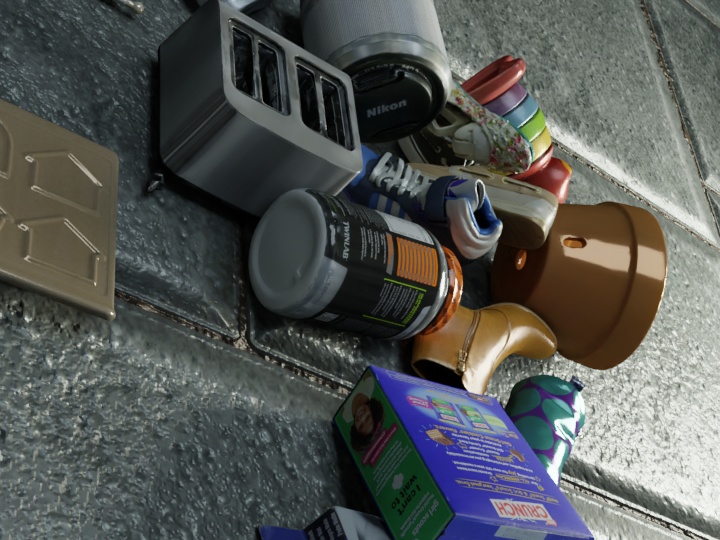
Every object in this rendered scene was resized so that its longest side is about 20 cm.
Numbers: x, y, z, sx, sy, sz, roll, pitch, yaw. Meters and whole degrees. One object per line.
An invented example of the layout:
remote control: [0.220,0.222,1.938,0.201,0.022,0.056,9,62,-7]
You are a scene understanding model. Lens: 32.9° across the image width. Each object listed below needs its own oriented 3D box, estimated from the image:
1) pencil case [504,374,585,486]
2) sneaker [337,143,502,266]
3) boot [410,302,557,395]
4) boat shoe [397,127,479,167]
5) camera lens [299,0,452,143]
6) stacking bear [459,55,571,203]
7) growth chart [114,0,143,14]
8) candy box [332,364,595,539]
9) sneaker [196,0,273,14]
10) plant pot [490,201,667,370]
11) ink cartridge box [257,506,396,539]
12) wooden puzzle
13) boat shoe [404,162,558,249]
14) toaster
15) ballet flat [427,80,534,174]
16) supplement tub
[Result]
pencil case: [0.184,0.194,1.272,0.092,0.085,0.200,31,37,-1]
sneaker: [0.067,-0.090,1.321,0.200,0.146,0.081,49,46,-10]
boot: [0.133,0.096,1.325,0.201,0.071,0.145,30,46,-25]
boat shoe: [0.117,-0.129,1.496,0.200,0.064,0.071,53,34,2]
camera lens: [0.014,-0.261,1.406,0.159,0.160,0.201,21,46,-38]
stacking bear: [0.206,-0.165,1.598,0.201,0.113,0.121,56,3,-13]
growth chart: [-0.290,-0.363,1.265,0.144,0.018,0.201,23,43,-35]
candy box: [0.089,0.188,1.105,0.168,0.077,0.200,18,23,-34]
sneaker: [-0.124,-0.338,1.389,0.071,0.073,0.200,52,34,-6]
plant pot: [0.245,0.005,1.436,0.139,0.200,0.201,15,47,-20]
ink cartridge box: [0.031,0.279,0.982,0.199,0.041,0.200,19,25,-33]
wooden puzzle: [-0.283,-0.057,0.982,0.185,0.046,0.201,25,38,-35]
boat shoe: [0.132,-0.085,1.392,0.199,0.074,0.069,22,54,23]
toaster: [-0.105,-0.147,1.200,0.180,0.119,0.201,25,42,-34]
ballet flat: [0.122,-0.164,1.427,0.064,0.076,0.200,-22,41,-22]
supplement tub: [0.000,0.000,1.193,0.199,0.122,0.123,17,48,-42]
